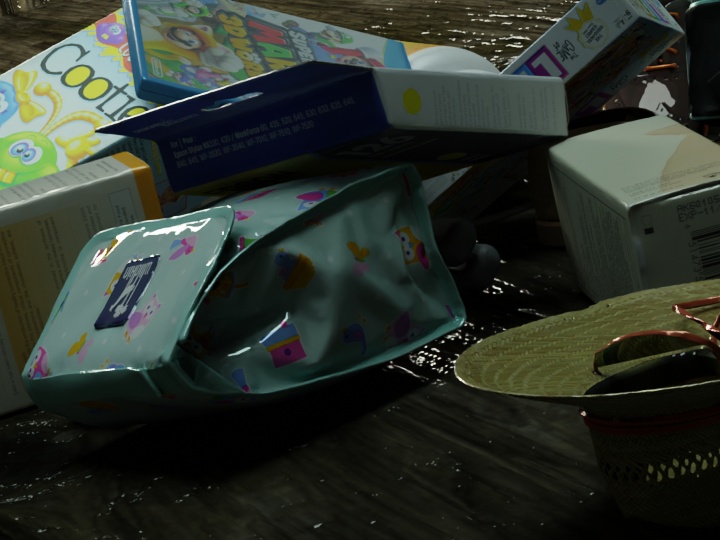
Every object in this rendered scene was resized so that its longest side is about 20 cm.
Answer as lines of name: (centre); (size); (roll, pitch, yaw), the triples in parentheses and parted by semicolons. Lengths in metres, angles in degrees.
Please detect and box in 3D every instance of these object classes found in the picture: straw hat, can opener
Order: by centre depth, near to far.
straw hat: (0.144, 0.066, 1.149); (0.201, 0.085, 0.201); (-9, 11, 2)
can opener: (0.000, 0.000, 1.665); (0.200, 0.053, 0.067); (-4, 52, 43)

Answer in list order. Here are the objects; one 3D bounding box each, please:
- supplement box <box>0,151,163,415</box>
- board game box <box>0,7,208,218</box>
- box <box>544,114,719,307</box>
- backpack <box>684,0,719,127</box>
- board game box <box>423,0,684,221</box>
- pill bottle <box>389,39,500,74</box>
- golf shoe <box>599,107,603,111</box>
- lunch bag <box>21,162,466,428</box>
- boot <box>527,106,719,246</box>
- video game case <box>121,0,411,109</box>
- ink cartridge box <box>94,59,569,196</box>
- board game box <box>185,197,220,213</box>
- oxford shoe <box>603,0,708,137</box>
supplement box: (-0.215, 0.016, 1.635); (0.200, 0.126, 0.074); (-17, 15, -13)
board game box: (-0.202, -0.069, 1.751); (0.200, 0.105, 0.103); (-31, 56, -19)
box: (0.167, -0.021, 1.456); (0.078, 0.095, 0.200); (-16, 15, -5)
backpack: (0.303, -0.158, 1.734); (0.176, 0.153, 0.200); (-1, 2, 14)
board game box: (0.110, -0.103, 1.695); (0.200, 0.034, 0.134); (-42, -12, 15)
pill bottle: (0.044, -0.106, 1.879); (0.111, 0.111, 0.200); (-20, 14, -20)
golf shoe: (0.180, -0.154, 1.977); (0.075, 0.092, 0.200); (-25, 16, -31)
lunch bag: (-0.074, 0.022, 1.468); (0.200, 0.122, 0.170); (-25, 10, -36)
boot: (0.195, -0.065, 1.641); (0.200, 0.076, 0.074); (-7, 14, 26)
video game case: (-0.056, -0.133, 1.740); (0.200, 0.018, 0.143); (12, 30, -18)
ink cartridge box: (-0.016, -0.078, 1.539); (0.200, 0.047, 0.198); (-2, -7, -43)
board game box: (-0.201, -0.071, 1.898); (0.200, 0.046, 0.151); (24, 18, 22)
oxford shoe: (0.199, -0.144, 1.810); (0.071, 0.073, 0.200); (-5, 47, 4)
